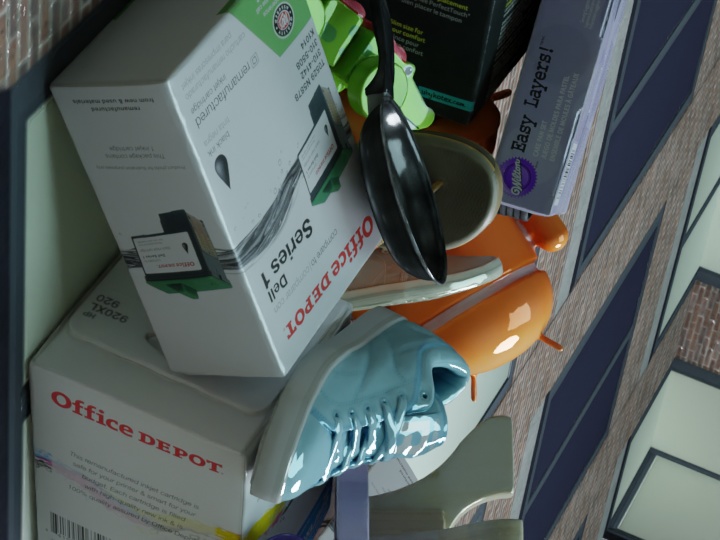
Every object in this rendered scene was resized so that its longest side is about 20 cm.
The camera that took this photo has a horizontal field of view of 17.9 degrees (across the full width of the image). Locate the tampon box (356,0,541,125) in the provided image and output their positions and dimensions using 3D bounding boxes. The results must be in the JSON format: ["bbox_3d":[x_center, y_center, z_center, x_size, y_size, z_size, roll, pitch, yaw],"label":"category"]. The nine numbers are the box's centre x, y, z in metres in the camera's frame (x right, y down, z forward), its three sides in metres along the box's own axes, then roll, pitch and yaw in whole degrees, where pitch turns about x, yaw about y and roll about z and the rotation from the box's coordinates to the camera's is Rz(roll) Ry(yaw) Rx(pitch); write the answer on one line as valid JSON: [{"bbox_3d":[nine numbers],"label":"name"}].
[{"bbox_3d":[0.044,-0.226,1.459,0.126,0.150,0.200,-53,160,-46],"label":"tampon box"}]

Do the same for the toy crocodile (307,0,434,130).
[{"bbox_3d":[-0.021,-0.147,1.393,0.200,0.067,0.062,37,86,-39],"label":"toy crocodile"}]

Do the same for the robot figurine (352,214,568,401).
[{"bbox_3d":[0.065,-0.008,1.680,0.144,0.200,0.117,-28,175,-30],"label":"robot figurine"}]

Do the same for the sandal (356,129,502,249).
[{"bbox_3d":[-0.011,-0.047,1.420,0.054,0.199,0.081,-57,150,-61],"label":"sandal"}]

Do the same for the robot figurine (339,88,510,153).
[{"bbox_3d":[0.013,-0.086,1.550,0.200,0.117,0.144,-33,162,-42],"label":"robot figurine"}]

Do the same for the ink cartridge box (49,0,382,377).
[{"bbox_3d":[-0.073,-0.059,1.280,0.146,0.084,0.200,-55,135,-42],"label":"ink cartridge box"}]

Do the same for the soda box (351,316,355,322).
[{"bbox_3d":[-0.017,0.055,1.789,0.200,0.068,0.064,2,106,-74],"label":"soda box"}]

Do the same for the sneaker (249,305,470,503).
[{"bbox_3d":[0.007,0.081,1.319,0.200,0.082,0.074,-45,151,-54],"label":"sneaker"}]

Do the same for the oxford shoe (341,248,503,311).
[{"bbox_3d":[0.000,0.000,1.583,0.075,0.199,0.058,126,-42,-84],"label":"oxford shoe"}]

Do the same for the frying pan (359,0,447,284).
[{"bbox_3d":[0.015,-0.081,1.330,0.115,0.031,0.191,-29,102,-78],"label":"frying pan"}]

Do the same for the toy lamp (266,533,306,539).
[{"bbox_3d":[-0.045,0.225,1.392,0.058,0.058,0.200,-58,163,-34],"label":"toy lamp"}]

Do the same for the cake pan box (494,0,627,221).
[{"bbox_3d":[0.137,-0.129,1.524,0.184,0.052,0.201,-15,121,-80],"label":"cake pan box"}]

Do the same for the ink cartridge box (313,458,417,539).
[{"bbox_3d":[-0.050,0.229,1.744,0.084,0.145,0.200,59,37,-15],"label":"ink cartridge box"}]

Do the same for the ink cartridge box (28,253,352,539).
[{"bbox_3d":[-0.104,0.104,1.406,0.145,0.147,0.200,-55,160,-41],"label":"ink cartridge box"}]

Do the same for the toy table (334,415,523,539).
[{"bbox_3d":[0.040,0.183,1.443,0.200,0.117,0.185,91,-1,-85],"label":"toy table"}]
